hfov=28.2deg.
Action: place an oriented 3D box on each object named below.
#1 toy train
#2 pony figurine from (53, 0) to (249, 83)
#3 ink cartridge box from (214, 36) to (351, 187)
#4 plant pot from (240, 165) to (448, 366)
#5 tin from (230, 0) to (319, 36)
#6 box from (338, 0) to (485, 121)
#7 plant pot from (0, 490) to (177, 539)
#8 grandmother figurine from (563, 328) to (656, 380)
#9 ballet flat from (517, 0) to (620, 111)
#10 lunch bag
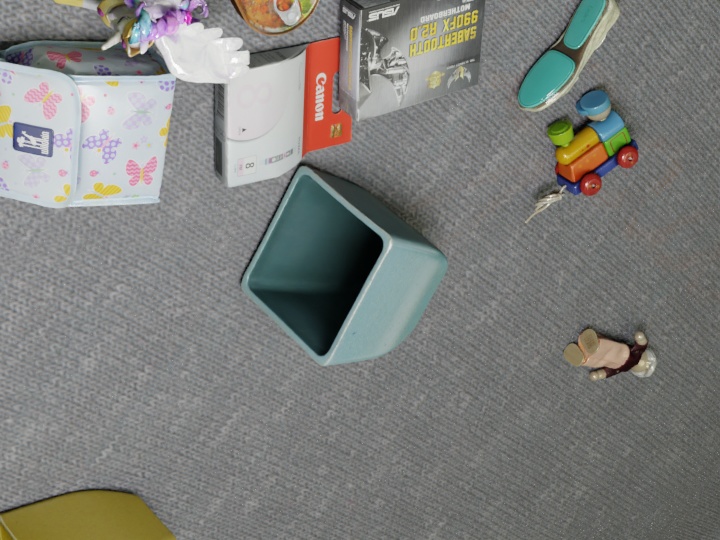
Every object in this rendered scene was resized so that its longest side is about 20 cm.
[{"bbox_3d":[0.301,-0.166,2.088,0.200,0.085,0.116,-36,124,-8],"label":"toy train"},{"bbox_3d":[-0.217,-0.287,1.543,0.193,0.200,0.167,-14,127,-27],"label":"pony figurine"},{"bbox_3d":[-0.088,-0.202,1.806,0.200,0.057,0.163,-13,127,-22],"label":"ink cartridge box"},{"bbox_3d":[0.000,0.000,1.923,0.200,0.196,0.197,7,117,-50],"label":"plant pot"},{"bbox_3d":[-0.115,-0.366,1.674,0.112,0.042,0.200,-33,134,-6],"label":"tin"},{"bbox_3d":[0.067,-0.293,1.837,0.200,0.048,0.159,-20,130,-28],"label":"box"},{"bbox_3d":[-0.360,0.418,1.973,0.200,0.195,0.195,-23,132,-32],"label":"plant pot"},{"bbox_3d":[0.437,0.142,2.424,0.200,0.061,0.121,16,138,-44],"label":"grandmother figurine"},{"bbox_3d":[0.298,-0.297,1.998,0.200,0.067,0.062,-54,144,10],"label":"ballet flat"},{"bbox_3d":[-0.322,-0.163,1.616,0.200,0.127,0.170,-1,120,-27],"label":"lunch bag"}]
